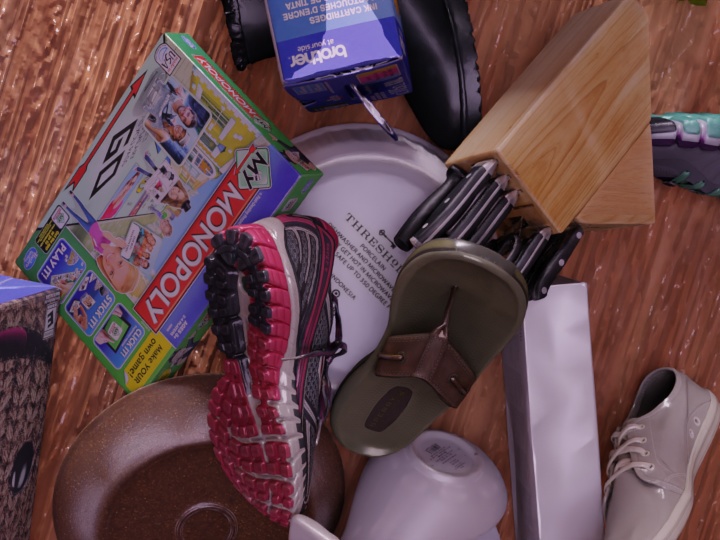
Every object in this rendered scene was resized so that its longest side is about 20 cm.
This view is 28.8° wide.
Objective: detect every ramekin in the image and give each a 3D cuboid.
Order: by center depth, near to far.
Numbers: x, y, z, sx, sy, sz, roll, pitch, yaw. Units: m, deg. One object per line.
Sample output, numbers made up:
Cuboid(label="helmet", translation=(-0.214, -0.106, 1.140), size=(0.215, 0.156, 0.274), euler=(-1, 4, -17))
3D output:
Cuboid(label="ramekin", translation=(0.000, 0.000, 0.944), size=(0.201, 0.094, 0.204), euler=(0, 94, -4))

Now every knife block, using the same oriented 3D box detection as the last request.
Cuboid(label="knife block", translation=(0.099, -0.075, 0.882), size=(0.175, 0.064, 0.201), euler=(1, 86, -29))

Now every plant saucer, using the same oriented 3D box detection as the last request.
Cuboid(label="plant saucer", translation=(-0.105, 0.164, 0.939), size=(0.199, 0.037, 0.201), euler=(-6, 118, -11))

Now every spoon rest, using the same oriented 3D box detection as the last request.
Cuboid(label="spoon rest", translation=(0.022, 0.158, 0.922), size=(0.099, 0.200, 0.061), euler=(32, 119, 27))

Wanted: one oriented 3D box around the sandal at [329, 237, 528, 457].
Cuboid(label="sandal", translation=(0.040, 0.059, 0.842), size=(0.079, 0.058, 0.201), euler=(21, 132, -8))

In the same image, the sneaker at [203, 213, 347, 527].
Cuboid(label="sneaker", translation=(-0.043, 0.065, 0.857), size=(0.074, 0.080, 0.201), euler=(-18, 120, -40))

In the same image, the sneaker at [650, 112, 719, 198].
Cuboid(label="sneaker", translation=(0.256, -0.065, 0.974), size=(0.199, 0.074, 0.088), euler=(-2, 99, -5))

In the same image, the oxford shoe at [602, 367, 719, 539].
Cuboid(label="oxford shoe", translation=(0.189, 0.136, 0.937), size=(0.058, 0.200, 0.075), euler=(43, 133, -7))

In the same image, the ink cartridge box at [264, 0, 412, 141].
Cuboid(label="ink cartridge box", translation=(-0.018, -0.174, 0.844), size=(0.076, 0.136, 0.201), euler=(-10, 89, 5))

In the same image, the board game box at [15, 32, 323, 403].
Cuboid(label="board game box", translation=(-0.128, -0.032, 0.903), size=(0.135, 0.029, 0.200), euler=(46, 115, 18))

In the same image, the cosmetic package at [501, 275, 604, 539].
Cuboid(label="cosmetic package", translation=(0.132, 0.106, 0.969), size=(0.050, 0.083, 0.201), euler=(-5, 95, -4))

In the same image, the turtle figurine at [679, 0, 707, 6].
Cuboid(label="turtle figurine", translation=(0.242, -0.268, 0.960), size=(0.199, 0.064, 0.162), euler=(23, 92, -6))

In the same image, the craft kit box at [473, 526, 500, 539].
Cuboid(label="craft kit box", translation=(0.033, 0.280, 0.949), size=(0.199, 0.048, 0.199), euler=(-22, 93, -32))

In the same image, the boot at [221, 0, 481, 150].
Cuboid(label="boot", translation=(-0.009, -0.165, 0.943), size=(0.161, 0.073, 0.200), euler=(-9, 88, -6))

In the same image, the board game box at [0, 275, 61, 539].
Cuboid(label="board game box", translation=(-0.275, 0.108, 0.878), size=(0.096, 0.159, 0.201), euler=(11, 99, 11))
